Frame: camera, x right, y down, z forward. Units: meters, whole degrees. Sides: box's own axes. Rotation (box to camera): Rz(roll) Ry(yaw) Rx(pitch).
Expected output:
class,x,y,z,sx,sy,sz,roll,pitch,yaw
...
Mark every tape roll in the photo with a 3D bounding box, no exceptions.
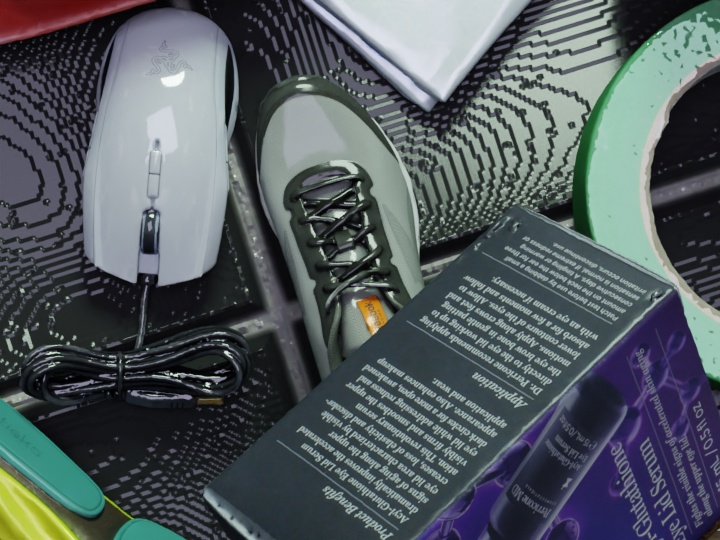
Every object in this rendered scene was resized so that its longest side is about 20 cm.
class,x,y,z,sx,sy,sz,roll,pitch,yaw
tape roll,0.206,-0.037,0.968,0.200,0.048,0.201,0,86,-3

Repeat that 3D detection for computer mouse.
class,x,y,z,sx,sy,sz,roll,pitch,yaw
computer mouse,-0.103,-0.032,0.955,0.110,0.044,0.200,4,86,-1

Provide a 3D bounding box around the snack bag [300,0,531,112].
class,x,y,z,sx,sy,sz,roll,pitch,yaw
snack bag,0.022,-0.212,0.985,0.200,0.021,0.189,41,86,1

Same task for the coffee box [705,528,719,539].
class,x,y,z,sx,sy,sz,roll,pitch,yaw
coffee box,0.210,0.155,0.864,0.200,0.080,0.113,-37,103,-17

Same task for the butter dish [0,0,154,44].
class,x,y,z,sx,sy,sz,roll,pitch,yaw
butter dish,-0.129,-0.230,0.907,0.200,0.148,0.200,-17,81,0

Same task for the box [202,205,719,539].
class,x,y,z,sx,sy,sz,roll,pitch,yaw
box,0.055,0.097,0.864,0.200,0.148,0.104,-43,44,-17

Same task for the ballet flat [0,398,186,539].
class,x,y,z,sx,sy,sz,roll,pitch,yaw
ballet flat,-0.131,0.137,0.939,0.200,0.067,0.067,37,106,3

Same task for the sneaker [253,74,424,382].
class,x,y,z,sx,sy,sz,roll,pitch,yaw
sneaker,0.000,0.000,0.941,0.074,0.079,0.200,-17,85,-2

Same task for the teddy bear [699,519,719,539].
class,x,y,z,sx,sy,sz,roll,pitch,yaw
teddy bear,0.221,0.138,0.954,0.200,0.067,0.145,-26,97,-11
